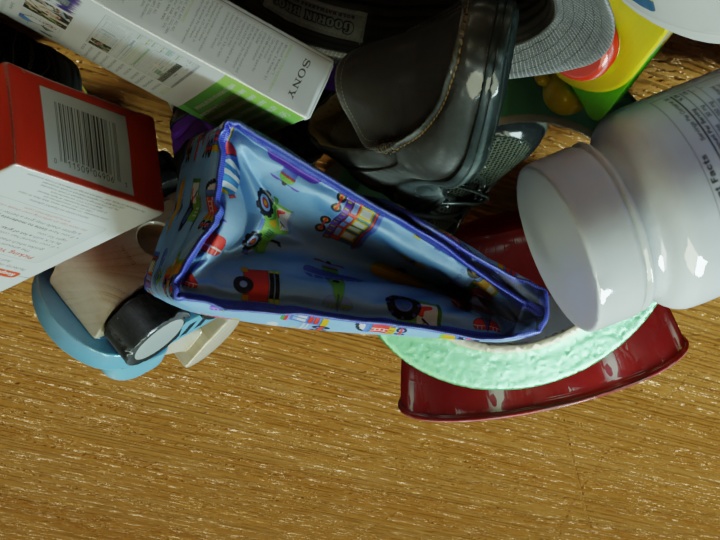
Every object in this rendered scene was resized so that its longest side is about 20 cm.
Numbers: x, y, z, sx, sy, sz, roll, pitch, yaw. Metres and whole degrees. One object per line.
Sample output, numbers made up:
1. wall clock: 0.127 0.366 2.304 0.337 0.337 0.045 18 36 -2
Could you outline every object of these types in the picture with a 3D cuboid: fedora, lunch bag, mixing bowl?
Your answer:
1. fedora: 0.024 -0.162 0.821 0.199 0.091 0.177 -1 157 32
2. lunch bag: 0.000 0.000 0.921 0.199 0.095 0.151 19 178 -12
3. mixing bowl: 0.110 0.019 1.189 0.198 0.109 0.200 -13 -171 2

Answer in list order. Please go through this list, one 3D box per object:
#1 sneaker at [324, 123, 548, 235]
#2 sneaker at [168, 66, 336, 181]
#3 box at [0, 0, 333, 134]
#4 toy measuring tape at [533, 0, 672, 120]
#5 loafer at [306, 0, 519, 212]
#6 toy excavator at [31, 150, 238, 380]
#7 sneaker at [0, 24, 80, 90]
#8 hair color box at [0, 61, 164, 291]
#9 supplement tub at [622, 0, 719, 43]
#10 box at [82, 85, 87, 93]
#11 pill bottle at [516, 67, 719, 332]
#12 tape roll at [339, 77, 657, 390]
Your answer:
1. sneaker: 0.045 -0.035 1.110 0.076 0.115 0.199 17 151 -35
2. sneaker: -0.039 -0.082 1.012 0.069 0.100 0.199 16 155 -36
3. box: -0.120 -0.127 0.872 0.199 0.037 0.144 29 172 -13
4. toy measuring tape: 0.138 -0.151 0.891 0.073 0.074 0.200 11 140 -21
5. loafer: 0.022 -0.076 0.817 0.072 0.073 0.200 17 162 -7
6. toy excavator: -0.135 0.020 1.141 0.194 0.100 0.200 -30 164 -41
7. sneaker: -0.270 -0.101 1.018 0.198 0.077 0.114 -12 152 26
8. hair color box: -0.218 -0.037 0.986 0.199 0.064 0.111 -24 155 32
9. supplement tub: 0.137 -0.191 0.661 0.143 0.146 0.200 -3 158 15
10. box: -0.179 -0.052 1.147 0.050 0.076 0.200 -3 156 10
11. pill bottle: 0.192 -0.048 0.957 0.199 0.114 0.114 -22 161 -11
12. tape roll: 0.086 -0.029 1.038 0.199 0.048 0.202 -4 116 -8
